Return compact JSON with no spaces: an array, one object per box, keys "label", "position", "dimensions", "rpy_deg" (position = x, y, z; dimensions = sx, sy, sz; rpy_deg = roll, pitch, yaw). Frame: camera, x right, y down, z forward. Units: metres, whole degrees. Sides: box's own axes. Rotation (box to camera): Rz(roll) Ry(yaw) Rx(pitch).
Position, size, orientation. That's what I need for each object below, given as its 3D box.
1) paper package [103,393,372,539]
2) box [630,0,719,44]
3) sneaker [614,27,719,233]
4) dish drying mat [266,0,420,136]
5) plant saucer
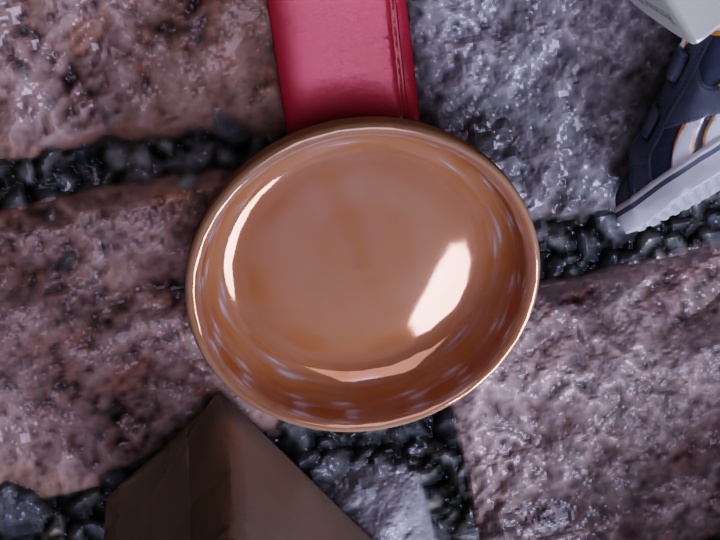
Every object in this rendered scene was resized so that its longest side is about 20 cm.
[{"label":"paper package","position":[-0.046,0.197,1.100],"dimensions":[0.103,0.191,0.200],"rpy_deg":[-40,110,11]},{"label":"box","position":[0.141,-0.235,0.989],"dimensions":[0.109,0.128,0.200],"rpy_deg":[-36,114,3]},{"label":"sneaker","position":[0.202,-0.095,1.070],"dimensions":[0.200,0.078,0.080],"rpy_deg":[-39,77,43]},{"label":"dish drying mat","position":[-0.009,-0.124,1.076],"dimensions":[0.077,0.018,0.201],"rpy_deg":[-9,112,-3]},{"label":"plant saucer","position":[0.000,0.000,1.101],"dimensions":[0.199,0.037,0.201],"rpy_deg":[-4,121,-6]}]
